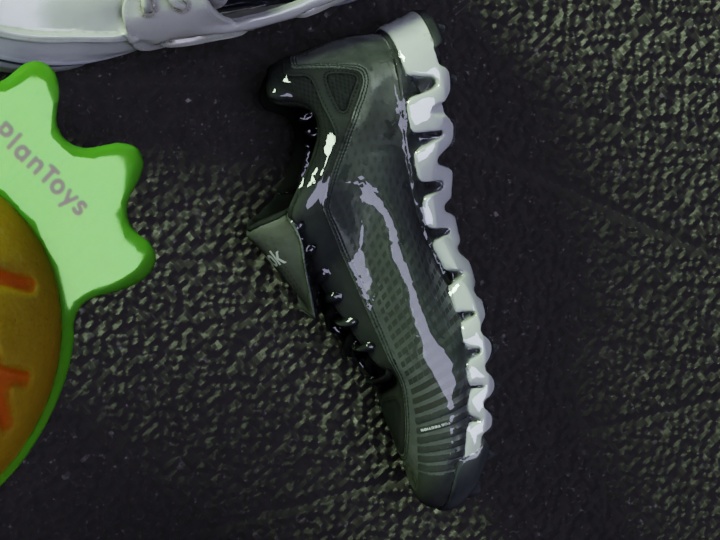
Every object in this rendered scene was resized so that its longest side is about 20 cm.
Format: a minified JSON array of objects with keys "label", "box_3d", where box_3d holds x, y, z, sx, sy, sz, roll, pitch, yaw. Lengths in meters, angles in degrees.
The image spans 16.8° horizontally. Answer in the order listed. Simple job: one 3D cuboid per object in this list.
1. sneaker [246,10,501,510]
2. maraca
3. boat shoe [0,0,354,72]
[{"label":"sneaker","box_3d":[0.000,0.000,0.976,0.090,0.066,0.201,-8,90,-16]},{"label":"maraca","box_3d":[-0.164,0.013,0.895,0.137,0.107,0.200,44,78,-14]},{"label":"boat shoe","box_3d":[-0.070,-0.118,0.946,0.199,0.066,0.072,-7,94,-19]}]
